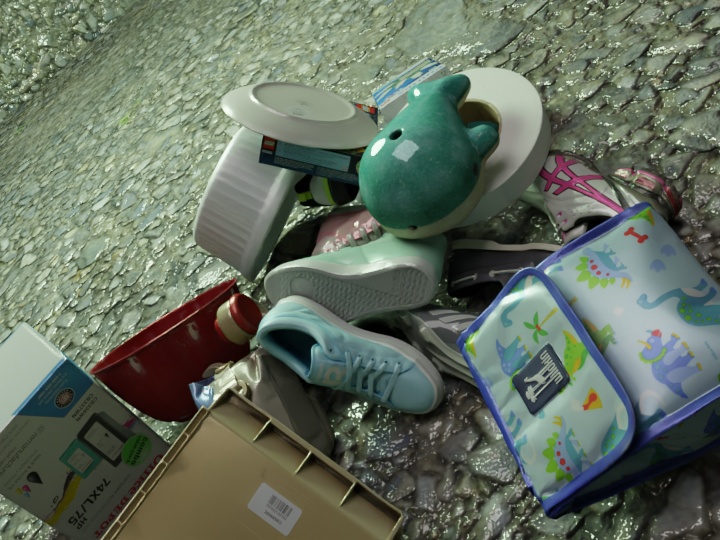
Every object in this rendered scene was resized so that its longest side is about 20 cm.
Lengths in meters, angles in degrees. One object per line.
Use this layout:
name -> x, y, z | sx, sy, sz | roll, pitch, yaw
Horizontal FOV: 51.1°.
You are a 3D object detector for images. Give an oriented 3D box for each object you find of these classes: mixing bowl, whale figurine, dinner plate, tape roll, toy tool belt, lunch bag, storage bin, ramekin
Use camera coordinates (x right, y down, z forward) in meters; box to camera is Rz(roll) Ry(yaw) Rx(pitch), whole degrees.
mixing bowl -> -0.205, 0.107, 0.896 | 0.198, 0.109, 0.200 | -31, 9, 5
whale figurine -> 0.063, -0.134, 0.777 | 0.157, 0.104, 0.203 | -6, 56, 30
dinner plate -> -0.071, -0.196, 0.917 | 0.196, 0.025, 0.201 | 10, 30, -6
tape roll -> 0.112, -0.140, 0.846 | 0.200, 0.037, 0.206 | -18, 51, 23
toy tool belt -> -0.124, 0.141, 0.780 | 0.122, 0.125, 0.202 | -33, 79, 19
lunch bag -> 0.192, 0.073, 0.595 | 0.198, 0.128, 0.172 | -31, 51, 8
storage bin -> -0.094, 0.238, 0.624 | 0.198, 0.094, 0.200 | 32, 69, 13
ramekin -> -0.143, -0.097, 1.008 | 0.200, 0.096, 0.203 | -90, 26, -85

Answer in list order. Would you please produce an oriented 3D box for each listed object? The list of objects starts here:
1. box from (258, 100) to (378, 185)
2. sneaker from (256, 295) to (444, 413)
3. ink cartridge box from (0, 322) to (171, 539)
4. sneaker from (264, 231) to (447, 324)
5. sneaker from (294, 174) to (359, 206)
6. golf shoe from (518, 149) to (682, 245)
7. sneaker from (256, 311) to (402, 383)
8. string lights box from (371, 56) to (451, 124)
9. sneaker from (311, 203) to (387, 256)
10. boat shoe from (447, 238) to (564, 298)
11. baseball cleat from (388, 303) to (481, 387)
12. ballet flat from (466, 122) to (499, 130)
box -> -0.047, -0.173, 0.951 | 0.134, 0.038, 0.201 | 12, 29, -5
sneaker -> -0.016, 0.097, 0.745 | 0.197, 0.075, 0.082 | 23, 27, 16
ink cartridge box -> -0.348, 0.193, 0.874 | 0.145, 0.201, 0.147 | 18, 63, 46
sneaker -> 0.000, 0.000, 0.816 | 0.197, 0.075, 0.118 | -5, 24, 23
sneaker -> -0.041, -0.130, 1.012 | 0.081, 0.073, 0.200 | -12, 13, 15
golf shoe -> 0.223, -0.069, 0.785 | 0.092, 0.073, 0.199 | -48, 38, -15
sneaker -> -0.041, 0.086, 0.842 | 0.198, 0.074, 0.080 | -33, 42, 7
string lights box -> 0.076, -0.239, 1.046 | 0.102, 0.059, 0.200 | -32, 17, 8
sneaker -> 0.018, -0.038, 0.918 | 0.198, 0.076, 0.106 | -13, 38, 40
boat shoe -> 0.168, 0.011, 0.765 | 0.198, 0.072, 0.064 | 8, 75, 47
baseball cleat -> 0.120, 0.067, 0.747 | 0.106, 0.071, 0.199 | -35, 39, -20
ballet flat -> 0.134, -0.173, 0.982 | 0.199, 0.073, 0.073 | -41, 36, 6
